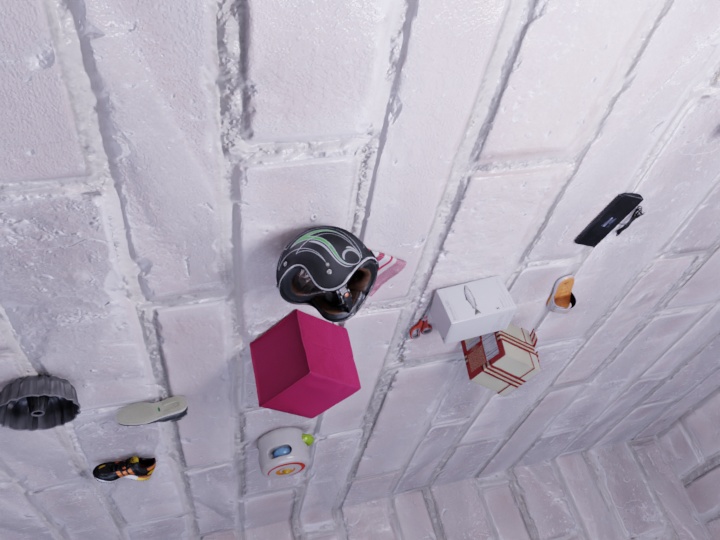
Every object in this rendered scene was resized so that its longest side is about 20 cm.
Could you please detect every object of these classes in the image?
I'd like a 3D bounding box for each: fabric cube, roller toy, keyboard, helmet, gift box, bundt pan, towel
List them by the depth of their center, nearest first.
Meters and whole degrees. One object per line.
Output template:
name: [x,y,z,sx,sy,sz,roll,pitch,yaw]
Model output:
helmet: [-0.080,-0.001,1.380,0.200,0.190,0.201,-44,151,-33]
towel: [0.000,0.000,1.570,0.199,0.023,0.144,17,133,-40]
bundt pan: [-0.814,0.328,1.612,0.201,0.076,0.202,-12,145,-9]
keyboard: [0.673,-0.131,1.698,0.126,0.021,0.200,8,140,-25]
fabric cube: [-0.150,0.253,1.705,0.196,0.201,0.199,-36,140,26]
gift box: [0.450,0.258,2.011,0.186,0.201,0.184,27,132,-27]
roller toy: [-0.275,0.659,2.278,0.182,0.140,0.200,14,135,-38]

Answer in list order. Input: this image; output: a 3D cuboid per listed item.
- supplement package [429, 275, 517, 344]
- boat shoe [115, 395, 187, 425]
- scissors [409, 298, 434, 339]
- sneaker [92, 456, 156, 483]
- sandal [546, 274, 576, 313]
supplement package: [0.311,0.109,1.778,0.199,0.117,0.118,-13,147,-14]
boat shoe: [-0.601,0.418,1.844,0.199,0.072,0.068,-8,141,-19]
scissors: [0.181,0.145,1.868,0.073,0.014,0.200,-13,147,-7]
sneaker: [-0.773,0.643,2.103,0.199,0.070,0.090,13,121,-38]
sandal: [0.622,0.090,1.953,0.079,0.059,0.207,-17,146,0]
